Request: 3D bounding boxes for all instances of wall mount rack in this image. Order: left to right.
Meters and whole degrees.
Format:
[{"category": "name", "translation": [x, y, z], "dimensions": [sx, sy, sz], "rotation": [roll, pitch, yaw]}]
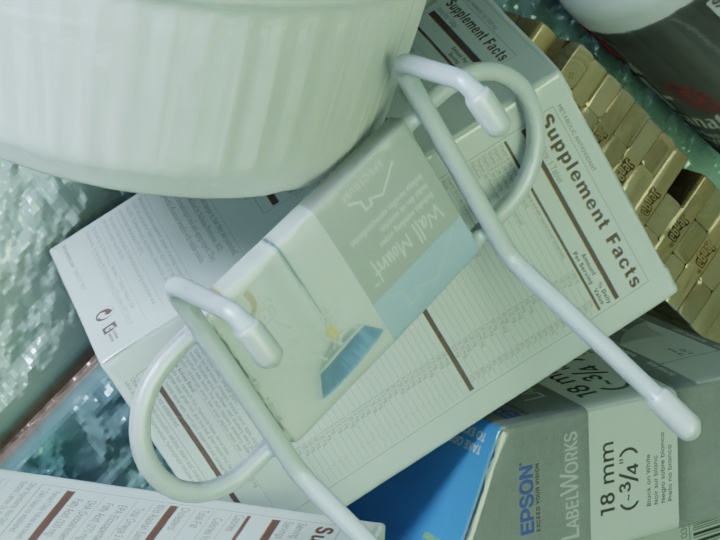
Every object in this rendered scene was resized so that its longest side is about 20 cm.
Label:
[{"category": "wall mount rack", "translation": [0.024, 0.030, 1.008], "dimensions": [0.200, 0.074, 0.174], "rotation": [-45, 125, -17]}]

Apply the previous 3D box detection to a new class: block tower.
[{"category": "block tower", "translation": [0.118, -0.026, 1.252], "dimensions": [0.200, 0.054, 0.058], "rotation": [41, 81, -32]}]

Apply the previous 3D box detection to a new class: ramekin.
[{"category": "ramekin", "translation": [-0.071, -0.098, 1.038], "dimensions": [0.201, 0.202, 0.095], "rotation": [-5, 116, -31]}]

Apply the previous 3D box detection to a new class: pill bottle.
[{"category": "pill bottle", "translation": [0.148, -0.125, 1.211], "dimensions": [0.200, 0.111, 0.111], "rotation": [39, 81, -33]}]

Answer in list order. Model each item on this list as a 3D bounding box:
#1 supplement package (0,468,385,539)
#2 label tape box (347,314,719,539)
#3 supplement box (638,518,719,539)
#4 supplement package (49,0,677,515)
[{"category": "supplement package", "translation": [-0.100, 0.154, 1.053], "dimensions": [0.117, 0.199, 0.118], "rotation": [-55, 149, -62]}, {"category": "label tape box", "translation": [0.047, 0.067, 1.176], "dimensions": [0.199, 0.144, 0.064], "rotation": [-12, 108, -29]}, {"category": "supplement box", "translation": [0.067, 0.142, 1.234], "dimensions": [0.199, 0.103, 0.102], "rotation": [-14, 110, -30]}, {"category": "supplement package", "translation": [0.000, 0.000, 1.119], "dimensions": [0.199, 0.110, 0.114], "rotation": [-32, 119, -2]}]
